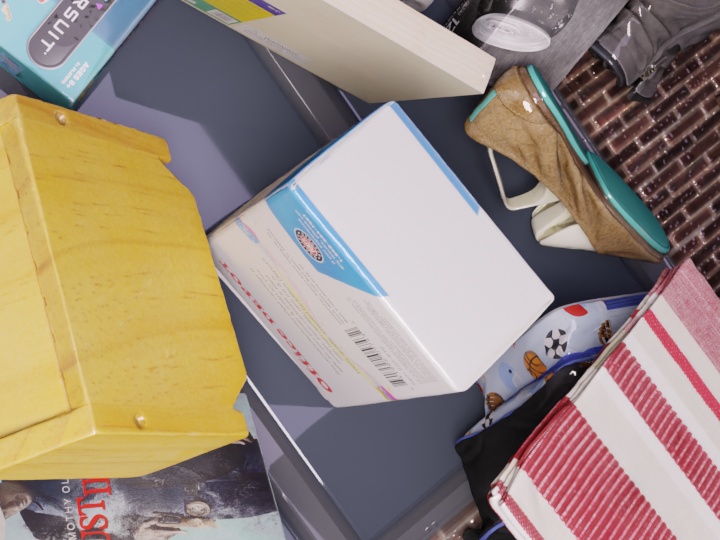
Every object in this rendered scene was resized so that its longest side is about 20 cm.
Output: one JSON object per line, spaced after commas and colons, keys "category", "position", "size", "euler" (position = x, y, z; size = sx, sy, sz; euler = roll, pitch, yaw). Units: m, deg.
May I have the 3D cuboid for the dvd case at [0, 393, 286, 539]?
{"category": "dvd case", "position": [-0.149, 0.132, 0.759], "size": [0.200, 0.022, 0.146], "euler": [-2, 40, -17]}

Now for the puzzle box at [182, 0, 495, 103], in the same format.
{"category": "puzzle box", "position": [-0.033, -0.156, 0.796], "size": [0.200, 0.133, 0.025], "euler": [25, 81, -31]}

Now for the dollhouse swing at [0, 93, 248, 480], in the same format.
{"category": "dollhouse swing", "position": [-0.201, 0.035, 0.765], "size": [0.182, 0.176, 0.200], "euler": [12, 53, -56]}

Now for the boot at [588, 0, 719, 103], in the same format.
{"category": "boot", "position": [0.237, -0.178, 0.945], "size": [0.200, 0.070, 0.132], "euler": [12, 121, -51]}

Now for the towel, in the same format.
{"category": "towel", "position": [0.165, 0.107, 0.717], "size": [0.144, 0.023, 0.200], "euler": [51, 59, -10]}

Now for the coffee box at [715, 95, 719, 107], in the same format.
{"category": "coffee box", "position": [0.379, -0.154, 0.969], "size": [0.200, 0.113, 0.080], "euler": [-33, 94, -20]}

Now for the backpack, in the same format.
{"category": "backpack", "position": [0.173, 0.100, 0.843], "size": [0.190, 0.200, 0.154], "euler": [1, 70, -21]}

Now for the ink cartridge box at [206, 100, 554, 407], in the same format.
{"category": "ink cartridge box", "position": [0.000, 0.000, 0.781], "size": [0.085, 0.200, 0.145], "euler": [-43, 98, -22]}

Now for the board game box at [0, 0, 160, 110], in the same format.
{"category": "board game box", "position": [-0.214, -0.218, 0.814], "size": [0.200, 0.047, 0.151], "euler": [38, 74, -10]}

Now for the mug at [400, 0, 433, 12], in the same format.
{"category": "mug", "position": [-0.023, -0.256, 0.831], "size": [0.200, 0.148, 0.176], "euler": [1, 90, -19]}

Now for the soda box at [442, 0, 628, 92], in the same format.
{"category": "soda box", "position": [0.143, -0.206, 0.865], "size": [0.071, 0.063, 0.200], "euler": [29, 108, -31]}

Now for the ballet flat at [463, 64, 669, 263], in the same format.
{"category": "ballet flat", "position": [0.134, -0.057, 0.891], "size": [0.072, 0.068, 0.200], "euler": [-32, 133, 19]}
